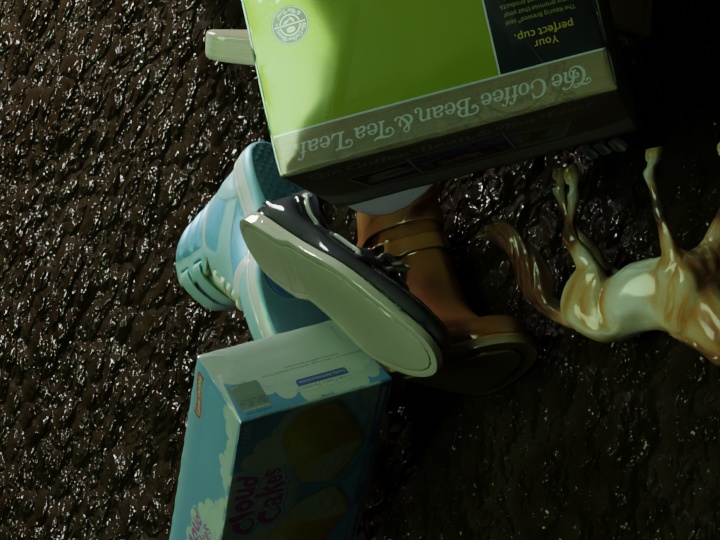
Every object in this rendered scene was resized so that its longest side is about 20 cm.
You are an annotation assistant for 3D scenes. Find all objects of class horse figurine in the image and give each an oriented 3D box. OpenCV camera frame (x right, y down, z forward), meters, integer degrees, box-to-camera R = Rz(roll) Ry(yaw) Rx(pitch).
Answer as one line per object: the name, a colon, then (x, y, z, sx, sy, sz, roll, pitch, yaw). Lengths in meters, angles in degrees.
horse figurine: (0.162, -0.003, 1.163, 0.200, 0.050, 0.133, -8, 90, 46)

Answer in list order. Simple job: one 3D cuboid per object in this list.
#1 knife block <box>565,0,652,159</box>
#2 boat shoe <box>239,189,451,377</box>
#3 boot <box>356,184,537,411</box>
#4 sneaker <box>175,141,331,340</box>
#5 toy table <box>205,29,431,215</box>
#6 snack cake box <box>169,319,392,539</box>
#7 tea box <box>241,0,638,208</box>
knife block: (0.149, -0.179, 1.236, 0.200, 0.064, 0.176, -58, 40, 25)
boat shoe: (0.000, 0.000, 1.272, 0.200, 0.063, 0.073, 34, 150, 43)
boot: (0.045, 0.006, 1.320, 0.200, 0.074, 0.155, -15, 63, 49)
sneaker: (-0.085, 0.013, 1.499, 0.131, 0.079, 0.201, -45, 36, 35)
toy table: (-0.001, -0.149, 1.324, 0.117, 0.183, 0.201, 34, 113, 62)
snack cake box: (-0.058, 0.135, 1.321, 0.067, 0.115, 0.201, 53, 145, 37)
tea box: (0.042, -0.160, 1.150, 0.199, 0.134, 0.198, -13, 81, 12)
